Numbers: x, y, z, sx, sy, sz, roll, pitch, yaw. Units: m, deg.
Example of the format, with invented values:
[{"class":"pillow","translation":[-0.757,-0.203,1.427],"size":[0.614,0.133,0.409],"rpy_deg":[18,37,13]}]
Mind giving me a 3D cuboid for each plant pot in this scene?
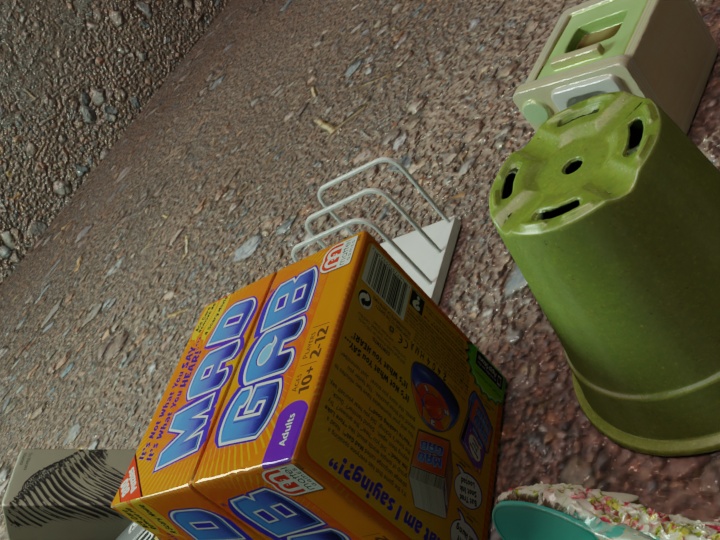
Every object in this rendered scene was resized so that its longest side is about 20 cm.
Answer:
[{"class":"plant pot","translation":[0.188,-0.012,0.534],"size":[0.199,0.190,0.201],"rpy_deg":[-32,30,21]}]

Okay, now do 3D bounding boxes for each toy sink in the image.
[{"class":"toy sink","translation":[0.239,-0.174,0.765],"size":[0.130,0.112,0.201],"rpy_deg":[-5,47,52]}]

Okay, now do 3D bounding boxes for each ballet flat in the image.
[{"class":"ballet flat","translation":[0.170,0.168,0.469],"size":[0.064,0.076,0.199],"rpy_deg":[-25,19,-34]}]

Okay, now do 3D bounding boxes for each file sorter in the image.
[{"class":"file sorter","translation":[0.000,0.000,0.850],"size":[0.138,0.124,0.201],"rpy_deg":[-20,37,40]}]

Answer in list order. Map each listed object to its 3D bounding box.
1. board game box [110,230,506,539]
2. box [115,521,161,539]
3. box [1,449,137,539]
[{"class":"board game box","translation":[-0.028,0.133,0.627],"size":[0.199,0.200,0.201],"rpy_deg":[-23,34,36]},{"class":"box","translation":[-0.208,0.302,0.679],"size":[0.200,0.050,0.157],"rpy_deg":[-47,22,-18]},{"class":"box","translation":[-0.258,0.237,0.821],"size":[0.198,0.069,0.082],"rpy_deg":[1,33,-9]}]
